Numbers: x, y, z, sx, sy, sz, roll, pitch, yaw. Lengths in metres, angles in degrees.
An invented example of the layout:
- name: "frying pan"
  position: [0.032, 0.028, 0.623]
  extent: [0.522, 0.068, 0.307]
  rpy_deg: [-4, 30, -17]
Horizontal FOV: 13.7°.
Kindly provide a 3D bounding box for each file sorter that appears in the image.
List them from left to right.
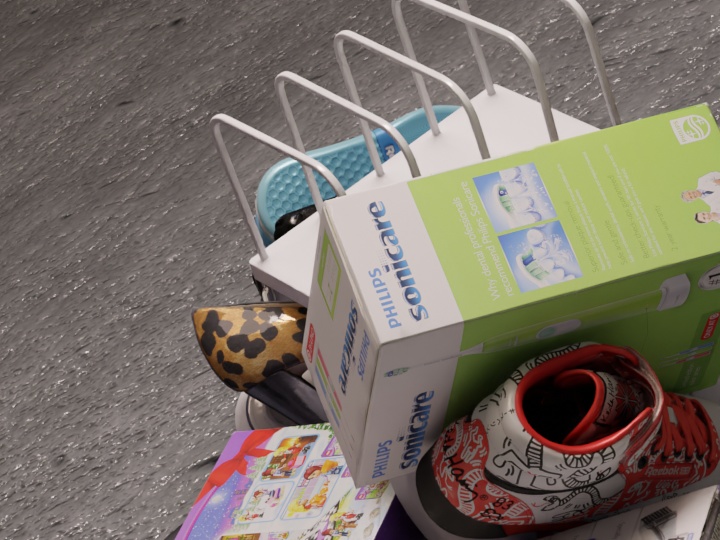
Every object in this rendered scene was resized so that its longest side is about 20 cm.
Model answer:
- name: "file sorter"
  position: [0.036, -0.075, 1.713]
  extent: [0.200, 0.125, 0.139]
  rpy_deg: [-36, 38, -22]

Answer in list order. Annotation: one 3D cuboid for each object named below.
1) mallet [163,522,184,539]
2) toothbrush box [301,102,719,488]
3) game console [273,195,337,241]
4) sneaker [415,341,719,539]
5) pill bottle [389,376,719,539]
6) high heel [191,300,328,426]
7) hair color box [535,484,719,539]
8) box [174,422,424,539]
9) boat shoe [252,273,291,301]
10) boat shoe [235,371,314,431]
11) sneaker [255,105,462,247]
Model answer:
- name: "mallet"
  position: [-0.045, 0.168, 1.659]
  extent: [0.199, 0.041, 0.066]
  rpy_deg: [-8, 30, 38]
- name: "toothbrush box"
  position: [0.081, 0.013, 1.441]
  extent: [0.199, 0.086, 0.146]
  rpy_deg: [-16, -28, -14]
- name: "game console"
  position: [0.069, -0.049, 1.942]
  extent: [0.199, 0.176, 0.117]
  rpy_deg: [-19, 49, 27]
- name: "sneaker"
  position: [0.134, 0.080, 1.431]
  extent: [0.200, 0.068, 0.108]
  rpy_deg: [-3, -27, -28]
- name: "pill bottle"
  position: [0.117, 0.066, 1.563]
  extent: [0.200, 0.114, 0.113]
  rpy_deg: [-37, 20, -23]
- name: "high heel"
  position: [0.000, 0.000, 1.763]
  extent: [0.201, 0.142, 0.071]
  rpy_deg: [-57, -2, -6]
- name: "hair color box"
  position: [0.083, 0.178, 1.401]
  extent: [0.199, 0.065, 0.109]
  rpy_deg: [-21, 19, 26]
- name: "box"
  position: [-0.042, 0.160, 1.594]
  extent: [0.136, 0.039, 0.200]
  rpy_deg: [-7, 36, 32]
- name: "boat shoe"
  position: [-0.054, 0.039, 1.947]
  extent: [0.062, 0.073, 0.200]
  rpy_deg: [-26, 23, -3]
- name: "boat shoe"
  position: [0.009, 0.046, 1.823]
  extent: [0.199, 0.072, 0.066]
  rpy_deg: [-30, -11, -28]
- name: "sneaker"
  position: [0.014, -0.059, 2.103]
  extent: [0.199, 0.080, 0.131]
  rpy_deg: [-11, -6, -12]
